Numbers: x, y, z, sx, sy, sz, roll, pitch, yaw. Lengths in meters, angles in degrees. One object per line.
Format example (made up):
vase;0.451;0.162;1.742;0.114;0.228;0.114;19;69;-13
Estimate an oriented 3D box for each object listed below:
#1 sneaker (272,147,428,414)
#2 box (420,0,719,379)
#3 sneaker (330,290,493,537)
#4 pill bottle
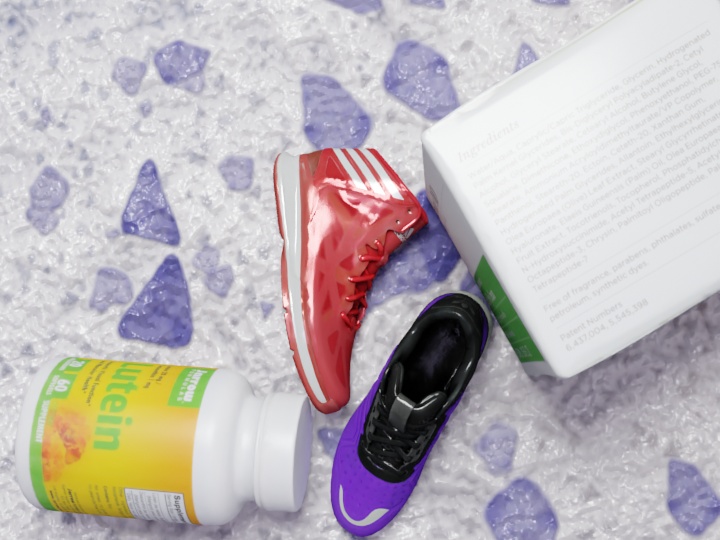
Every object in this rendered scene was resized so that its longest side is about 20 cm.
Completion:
sneaker;0.000;0.000;0.681;0.113;0.078;0.205;-9;85;6
box;0.163;-0.048;0.608;0.198;0.199;0.174;-29;82;2
sneaker;0.029;0.104;0.653;0.069;0.099;0.203;27;93;8
pill bottle;-0.138;0.126;0.664;0.195;0.111;0.114;3;85;6
